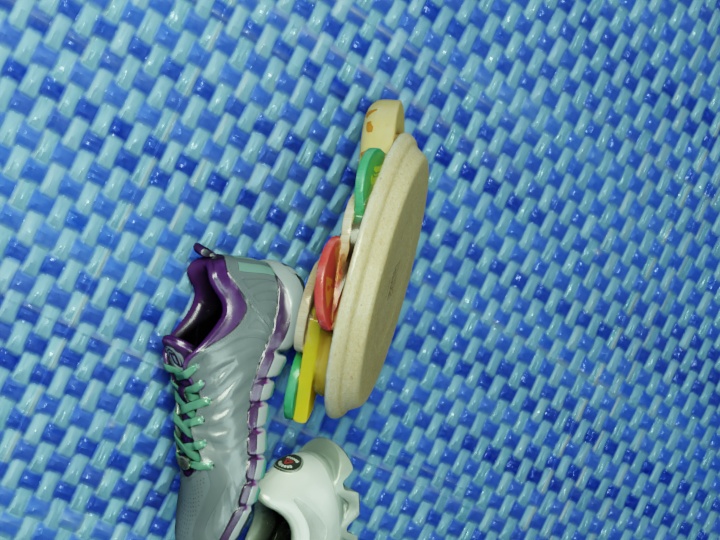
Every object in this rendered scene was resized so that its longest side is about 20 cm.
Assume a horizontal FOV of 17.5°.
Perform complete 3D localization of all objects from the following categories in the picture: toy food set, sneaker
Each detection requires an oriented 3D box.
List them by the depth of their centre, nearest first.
[{"bbox_3d":[-0.104,0.083,1.505,0.087,0.074,0.200,17,84,-38],"label":"sneaker"},{"bbox_3d":[0.000,0.000,1.529,0.198,0.049,0.200,-64,167,-57],"label":"toy food set"},{"bbox_3d":[-0.046,0.221,1.620,0.088,0.074,0.200,-23,114,-38],"label":"sneaker"}]
